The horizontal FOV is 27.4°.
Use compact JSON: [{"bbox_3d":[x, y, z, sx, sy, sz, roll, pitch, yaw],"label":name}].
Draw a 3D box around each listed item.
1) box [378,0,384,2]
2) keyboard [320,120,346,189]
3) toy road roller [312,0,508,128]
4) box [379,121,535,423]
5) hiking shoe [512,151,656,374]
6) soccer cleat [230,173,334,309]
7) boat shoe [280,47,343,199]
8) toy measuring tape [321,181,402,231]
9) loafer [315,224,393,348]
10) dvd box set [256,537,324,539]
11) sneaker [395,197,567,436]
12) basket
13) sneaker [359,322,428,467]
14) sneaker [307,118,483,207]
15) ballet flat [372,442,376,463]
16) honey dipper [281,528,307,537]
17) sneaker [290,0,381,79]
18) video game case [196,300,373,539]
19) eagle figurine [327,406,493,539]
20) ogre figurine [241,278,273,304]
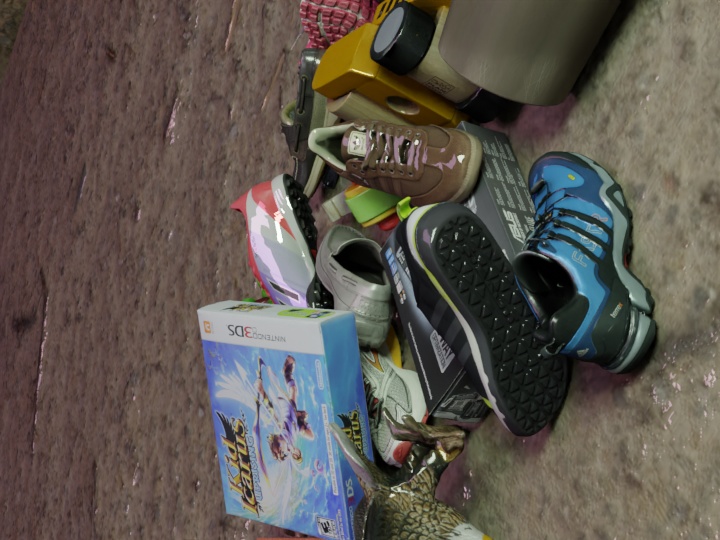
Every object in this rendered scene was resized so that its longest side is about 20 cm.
[{"bbox_3d":[0.064,-0.364,1.368,0.148,0.106,0.201,-42,44,50],"label":"box"},{"bbox_3d":[0.011,-0.167,1.449,0.104,0.039,0.201,116,175,-60],"label":"keyboard"},{"bbox_3d":[0.060,-0.205,1.306,0.200,0.122,0.147,-20,47,61],"label":"toy road roller"},{"bbox_3d":[0.091,0.000,1.225,0.158,0.049,0.201,-58,32,35],"label":"box"},{"bbox_3d":[0.150,-0.019,1.068,0.075,0.086,0.201,-57,33,37],"label":"hiking shoe"},{"bbox_3d":[-0.070,0.007,1.454,0.073,0.068,0.201,-21,76,16],"label":"soccer cleat"},{"bbox_3d":[-0.050,-0.156,1.521,0.201,0.064,0.073,110,-179,-46],"label":"boat shoe"},{"bbox_3d":[0.001,-0.066,1.408,0.200,0.073,0.074,-19,62,57],"label":"toy measuring tape"},{"bbox_3d":[0.000,0.000,1.375,0.200,0.069,0.070,-110,35,-62],"label":"loafer"},{"bbox_3d":[-0.050,0.346,1.350,0.146,0.029,0.202,-11,68,44],"label":"dvd box set"},{"bbox_3d":[0.088,0.030,1.106,0.083,0.071,0.201,7,126,63],"label":"sneaker"},{"bbox_3d":[0.145,-0.239,1.126,0.181,0.135,0.201,-115,40,-53],"label":"basket"},{"bbox_3d":[0.002,0.107,1.328,0.078,0.082,0.200,-68,28,22],"label":"sneaker"},{"bbox_3d":[0.024,-0.093,1.251,0.200,0.075,0.071,9,88,60],"label":"sneaker"},{"bbox_3d":[-0.027,0.144,1.372,0.200,0.070,0.067,50,169,25],"label":"ballet flat"},{"bbox_3d":[-0.049,0.297,1.415,0.038,0.038,0.201,-52,39,43],"label":"honey dipper"},{"bbox_3d":[-0.020,-0.256,1.490,0.200,0.080,0.075,117,175,-64],"label":"sneaker"},{"bbox_3d":[-0.066,0.132,1.320,0.181,0.045,0.202,3,104,50],"label":"video game case"},{"bbox_3d":[0.042,0.218,1.154,0.150,0.151,0.202,13,87,44],"label":"eagle figurine"},{"bbox_3d":[-0.099,0.066,1.545,0.200,0.098,0.120,-44,29,33],"label":"ogre figurine"}]
